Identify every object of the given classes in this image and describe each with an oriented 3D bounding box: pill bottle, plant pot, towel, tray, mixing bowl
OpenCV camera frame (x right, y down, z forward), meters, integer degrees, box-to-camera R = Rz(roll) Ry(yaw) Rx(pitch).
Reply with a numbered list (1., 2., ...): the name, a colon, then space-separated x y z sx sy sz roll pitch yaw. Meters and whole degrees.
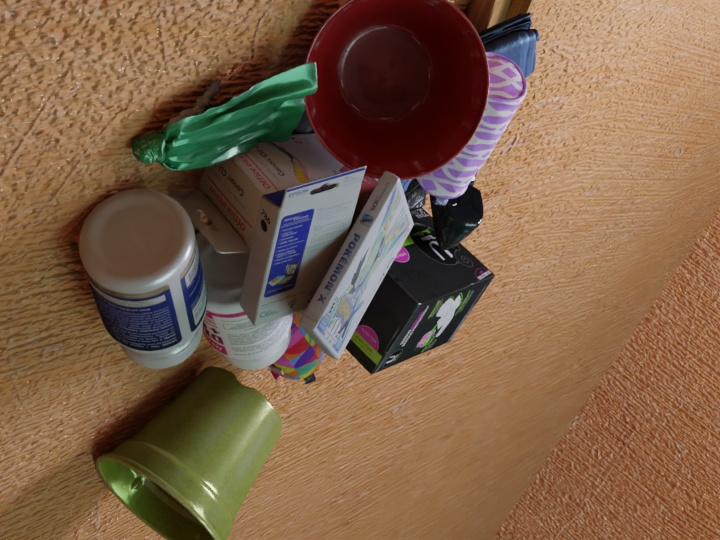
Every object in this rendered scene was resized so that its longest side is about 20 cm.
1. pill bottle: -0.138 0.035 1.685 0.113 0.113 0.200 -43 158 -15
2. plant pot: -0.200 0.230 1.827 0.185 0.199 0.201 -52 162 -25
3. towel: 0.122 -0.238 1.761 0.199 0.049 0.112 -26 156 -11
4. tray: 0.157 -0.285 1.838 0.098 0.037 0.201 -30 151 -40
5. pill bottle: -0.218 0.015 1.491 0.116 0.116 0.201 -40 157 -21
6. mixing bowl: 0.032 -0.206 1.557 0.201 0.199 0.108 -52 -166 7

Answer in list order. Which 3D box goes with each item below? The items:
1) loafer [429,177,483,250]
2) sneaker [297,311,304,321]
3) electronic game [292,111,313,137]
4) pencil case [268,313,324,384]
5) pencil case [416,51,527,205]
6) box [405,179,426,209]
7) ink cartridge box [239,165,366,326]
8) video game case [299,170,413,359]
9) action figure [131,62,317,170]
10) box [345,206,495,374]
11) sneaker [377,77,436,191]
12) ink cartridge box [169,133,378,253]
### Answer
1. loafer: 0.114 -0.118 1.883 0.072 0.072 0.201 124 -23 -46
2. sneaker: -0.055 -0.009 1.693 0.069 0.110 0.200 -9 166 -6
3. electronic game: -0.049 -0.130 1.680 0.199 0.042 0.201 -33 148 -24
4. pencil case: -0.102 0.083 1.886 0.088 0.088 0.200 -45 157 -9
5. pencil case: 0.125 -0.172 1.741 0.085 0.085 0.201 13 138 -17
6. box: 0.005 -0.081 1.867 0.200 0.043 0.161 -41 157 -20
7. ink cartridge box: -0.061 -0.034 1.476 0.099 0.039 0.201 -17 144 -31
8. video game case: 0.000 0.000 1.571 0.183 0.022 0.200 -61 168 -7
9. action figure: -0.142 -0.147 1.452 0.199 0.055 0.119 -25 150 -34
10. box: 0.047 0.022 1.858 0.199 0.148 0.125 -17 145 -56
11. sneaker: 0.064 -0.142 1.699 0.076 0.077 0.201 -53 171 -32
12. ink cartridge box: -0.089 -0.084 1.535 0.199 0.117 0.068 -10 133 -39
